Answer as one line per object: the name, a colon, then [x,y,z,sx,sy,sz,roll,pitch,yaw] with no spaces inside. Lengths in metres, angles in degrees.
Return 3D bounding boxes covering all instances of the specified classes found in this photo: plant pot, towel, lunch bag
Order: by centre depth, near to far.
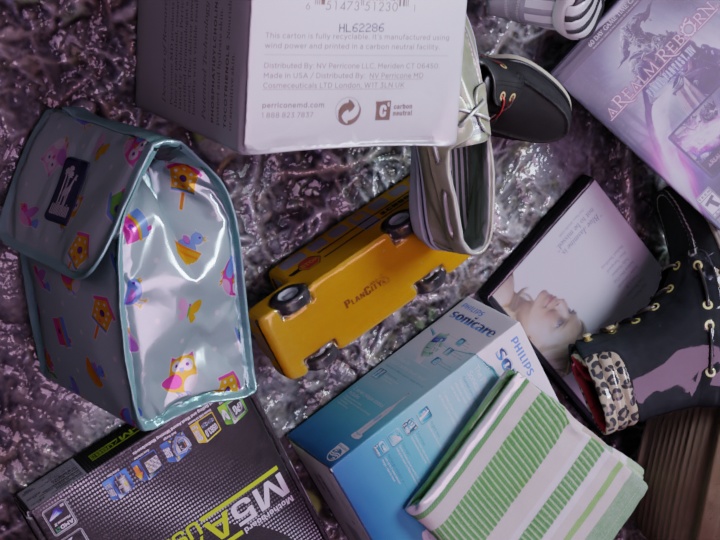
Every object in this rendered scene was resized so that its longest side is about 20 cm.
lunch bag: [-0.165,-0.009,1.164,0.122,0.170,0.201,-20,112,-31]
towel: [0.141,0.185,1.376,0.200,0.023,0.153,39,85,-35]
plant pot: [0.292,0.182,1.487,0.201,0.092,0.201,11,90,-75]

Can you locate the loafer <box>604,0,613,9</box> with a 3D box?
loafer: [0.246,-0.177,1.397,0.073,0.071,0.200,-43,120,-11]

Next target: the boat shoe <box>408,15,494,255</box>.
boat shoe: [0.071,-0.107,1.236,0.072,0.062,0.201,-21,116,-32]

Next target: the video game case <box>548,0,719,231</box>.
video game case: [0.273,-0.147,1.360,0.200,0.019,0.143,40,105,-11]

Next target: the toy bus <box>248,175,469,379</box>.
toy bus: [0.000,0.000,1.310,0.200,0.078,0.065,-35,118,-16]

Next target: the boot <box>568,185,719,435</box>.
boot: [0.246,0.032,1.416,0.153,0.074,0.204,-16,72,-6]

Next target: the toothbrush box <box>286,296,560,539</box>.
toothbrush box: [0.064,0.142,1.380,0.200,0.085,0.147,-37,119,-14]

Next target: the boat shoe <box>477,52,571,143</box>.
boat shoe: [0.086,-0.139,1.315,0.201,0.063,0.074,21,123,-30]

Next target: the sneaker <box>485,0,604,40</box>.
sneaker: [0.150,-0.262,1.322,0.200,0.115,0.075,-61,152,-42]

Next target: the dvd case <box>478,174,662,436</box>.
dvd case: [0.205,0.034,1.466,0.143,0.018,0.200,-48,121,-10]

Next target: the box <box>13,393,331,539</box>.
box: [-0.140,0.202,1.310,0.200,0.047,0.194,-32,114,-17]

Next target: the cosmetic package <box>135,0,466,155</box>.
cosmetic package: [-0.045,-0.180,1.164,0.167,0.200,0.167,-4,106,-27]
